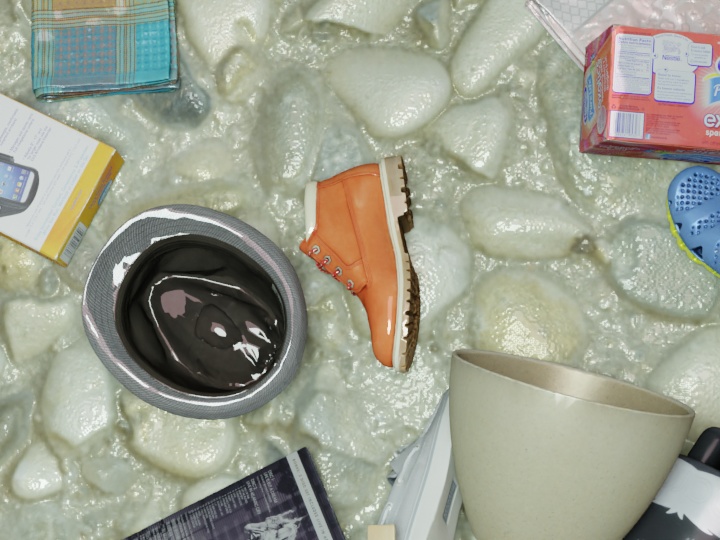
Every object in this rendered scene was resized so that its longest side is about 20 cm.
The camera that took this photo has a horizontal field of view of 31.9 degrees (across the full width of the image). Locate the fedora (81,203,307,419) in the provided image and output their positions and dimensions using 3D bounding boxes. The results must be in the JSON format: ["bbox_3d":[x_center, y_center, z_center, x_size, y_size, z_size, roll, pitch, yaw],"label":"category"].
[{"bbox_3d":[-0.142,0.042,1.125,0.198,0.090,0.178,24,81,2],"label":"fedora"}]

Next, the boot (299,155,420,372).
[{"bbox_3d":[0.000,0.000,1.140,0.106,0.075,0.202,-9,68,5],"label":"boot"}]

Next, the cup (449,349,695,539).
[{"bbox_3d":[0.155,0.157,1.019,0.198,0.200,0.145,14,94,7],"label":"cup"}]

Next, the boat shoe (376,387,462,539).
[{"bbox_3d":[0.054,0.179,1.076,0.068,0.072,0.202,0,55,26],"label":"boat shoe"}]

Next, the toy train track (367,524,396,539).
[{"bbox_3d":[-0.020,0.264,1.002,0.198,0.033,0.116,-5,70,15],"label":"toy train track"}]

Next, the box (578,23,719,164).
[{"bbox_3d":[0.301,-0.151,1.112,0.197,0.095,0.104,3,88,-5],"label":"box"}]

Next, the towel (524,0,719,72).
[{"bbox_3d":[0.288,-0.252,1.196,0.200,0.032,0.191,-40,78,-5],"label":"towel"}]

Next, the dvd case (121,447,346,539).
[{"bbox_3d":[-0.111,0.251,1.075,0.198,0.016,0.149,-27,44,-2],"label":"dvd case"}]

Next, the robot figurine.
[{"bbox_3d":[0.273,0.234,1.039,0.124,0.150,0.201,35,80,-6],"label":"robot figurine"}]

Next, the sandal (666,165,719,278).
[{"bbox_3d":[0.343,-0.011,1.109,0.079,0.087,0.201,-33,75,-2],"label":"sandal"}]

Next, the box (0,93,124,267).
[{"bbox_3d":[-0.340,-0.100,1.199,0.198,0.042,0.120,26,80,12],"label":"box"}]

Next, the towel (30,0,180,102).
[{"bbox_3d":[-0.254,-0.267,1.240,0.145,0.022,0.202,-5,76,2],"label":"towel"}]
